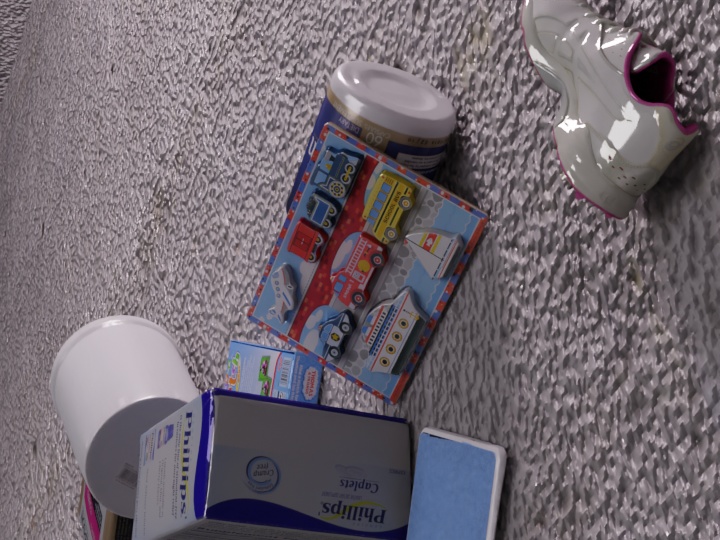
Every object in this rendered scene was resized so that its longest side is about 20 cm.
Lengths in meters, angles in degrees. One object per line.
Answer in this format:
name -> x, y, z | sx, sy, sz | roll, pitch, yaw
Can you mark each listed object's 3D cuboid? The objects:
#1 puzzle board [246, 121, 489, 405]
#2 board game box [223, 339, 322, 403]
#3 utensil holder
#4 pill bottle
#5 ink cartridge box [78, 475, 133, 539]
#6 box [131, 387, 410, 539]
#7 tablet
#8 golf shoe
puzzle board -> 0.000, 0.000, 1.114 | 0.017, 0.150, 0.202 | -46, -16, -57
board game box -> -0.099, 0.153, 1.397 | 0.199, 0.036, 0.154 | -178, 96, -66
utensil holder -> -0.266, 0.171, 1.614 | 0.200, 0.168, 0.172 | 46, 123, 58
pill bottle -> -0.002, -0.064, 1.163 | 0.111, 0.110, 0.202 | -117, 42, -53
ink cartridge box -> -0.306, 0.299, 1.746 | 0.200, 0.074, 0.167 | -125, 43, -57
box -> -0.078, 0.182, 1.161 | 0.200, 0.182, 0.107 | -33, 51, 59
tablet -> 0.065, 0.226, 1.029 | 0.130, 0.013, 0.203 | -177, 95, -66
golf shoe -> 0.162, -0.130, 0.885 | 0.091, 0.075, 0.202 | -40, 46, 35
